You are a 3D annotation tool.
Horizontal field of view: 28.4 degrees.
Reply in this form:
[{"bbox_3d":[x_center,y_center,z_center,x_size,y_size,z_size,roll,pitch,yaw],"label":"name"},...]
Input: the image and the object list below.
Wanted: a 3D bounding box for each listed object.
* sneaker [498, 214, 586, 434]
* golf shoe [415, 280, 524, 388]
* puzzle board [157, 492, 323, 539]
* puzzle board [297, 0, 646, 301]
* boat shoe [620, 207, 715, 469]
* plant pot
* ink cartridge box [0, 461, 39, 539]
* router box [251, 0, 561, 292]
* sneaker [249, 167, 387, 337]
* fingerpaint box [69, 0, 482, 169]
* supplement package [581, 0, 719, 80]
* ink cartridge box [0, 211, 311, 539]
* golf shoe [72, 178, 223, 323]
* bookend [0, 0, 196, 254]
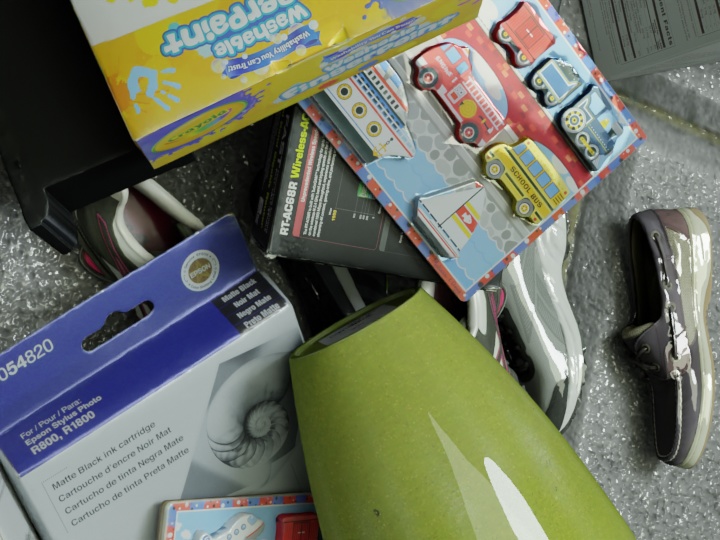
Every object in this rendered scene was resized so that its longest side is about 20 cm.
[{"bbox_3d":[0.115,0.027,1.045,0.079,0.074,0.202,-6,83,-16],"label":"sneaker"},{"bbox_3d":[0.066,0.069,0.977,0.088,0.076,0.202,-19,102,-69],"label":"golf shoe"},{"bbox_3d":[-0.049,0.220,0.921,0.199,0.017,0.152,4,92,-40],"label":"puzzle board"},{"bbox_3d":[0.056,-0.102,0.823,0.151,0.017,0.200,-41,107,-3],"label":"puzzle board"},{"bbox_3d":[0.232,0.050,1.098,0.064,0.072,0.202,3,86,-14],"label":"boat shoe"},{"bbox_3d":[0.041,0.120,0.873,0.186,0.187,0.201,-31,96,-25],"label":"plant pot"},{"bbox_3d":[-0.227,0.167,0.803,0.083,0.145,0.202,-24,96,-10],"label":"ink cartridge box"},{"bbox_3d":[0.026,-0.097,0.858,0.148,0.062,0.202,9,99,-16],"label":"router box"},{"bbox_3d":[0.000,0.000,0.982,0.082,0.072,0.201,-29,98,-27],"label":"sneaker"},{"bbox_3d":[-0.058,-0.174,0.750,0.199,0.073,0.168,-26,83,-4],"label":"fingerpaint box"},{"bbox_3d":[0.281,-0.244,1.074,0.151,0.200,0.152,-13,91,-27],"label":"supplement package"},{"bbox_3d":[-0.117,0.097,0.880,0.199,0.041,0.201,-34,125,-21],"label":"ink cartridge box"},{"bbox_3d":[-0.113,0.015,0.917,0.200,0.088,0.077,48,66,-16],"label":"golf shoe"},{"bbox_3d":[-0.128,-0.145,0.828,0.198,0.092,0.200,-24,82,-3],"label":"bookend"}]
